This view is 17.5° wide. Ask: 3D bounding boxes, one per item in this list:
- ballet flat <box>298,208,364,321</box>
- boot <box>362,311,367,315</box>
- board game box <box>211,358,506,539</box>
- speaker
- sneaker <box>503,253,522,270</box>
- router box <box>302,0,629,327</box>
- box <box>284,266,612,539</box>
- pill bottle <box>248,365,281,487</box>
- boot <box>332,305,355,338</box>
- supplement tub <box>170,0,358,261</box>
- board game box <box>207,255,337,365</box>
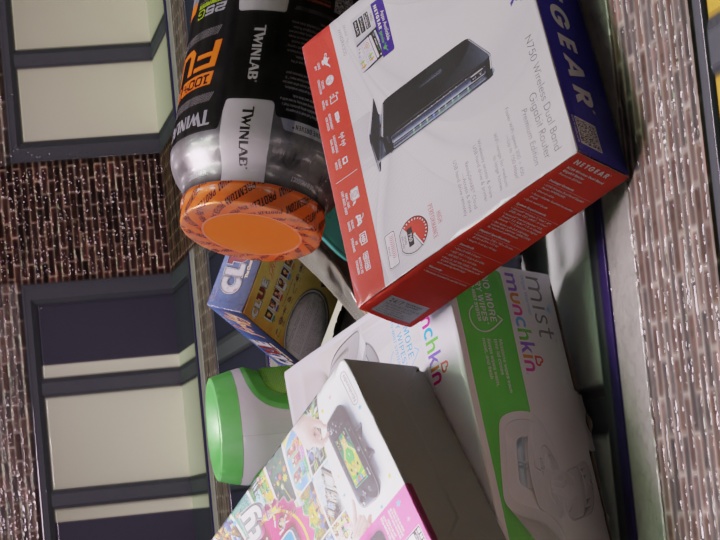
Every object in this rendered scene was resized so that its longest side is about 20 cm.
[{"bbox_3d":[0.000,0.000,1.733,0.200,0.067,0.064,49,151,-2],"label":"ballet flat"},{"bbox_3d":[0.021,-0.048,1.581,0.200,0.075,0.108,-76,-37,-60],"label":"boot"},{"bbox_3d":[-0.010,0.175,1.393,0.200,0.064,0.148,-55,44,32],"label":"board game box"},{"bbox_3d":[-0.007,0.103,1.656,0.088,0.198,0.089,175,90,-79],"label":"speaker"},{"bbox_3d":[0.060,-0.064,1.539,0.070,0.081,0.201,89,173,-70],"label":"sneaker"},{"bbox_3d":[0.057,-0.097,1.392,0.179,0.049,0.201,-36,51,32],"label":"router box"},{"bbox_3d":[0.054,0.123,1.449,0.176,0.096,0.201,-35,57,45],"label":"box"},{"bbox_3d":[-0.044,0.169,2.102,0.200,0.111,0.113,102,160,-57],"label":"pill bottle"},{"bbox_3d":[0.026,0.057,1.831,0.132,0.069,0.201,-128,31,-62],"label":"boot"},{"bbox_3d":[-0.061,-0.116,1.575,0.123,0.122,0.201,112,166,-66],"label":"supplement tub"},{"bbox_3d":[-0.045,-0.037,1.844,0.135,0.034,0.201,45,-118,-58],"label":"board game box"}]
